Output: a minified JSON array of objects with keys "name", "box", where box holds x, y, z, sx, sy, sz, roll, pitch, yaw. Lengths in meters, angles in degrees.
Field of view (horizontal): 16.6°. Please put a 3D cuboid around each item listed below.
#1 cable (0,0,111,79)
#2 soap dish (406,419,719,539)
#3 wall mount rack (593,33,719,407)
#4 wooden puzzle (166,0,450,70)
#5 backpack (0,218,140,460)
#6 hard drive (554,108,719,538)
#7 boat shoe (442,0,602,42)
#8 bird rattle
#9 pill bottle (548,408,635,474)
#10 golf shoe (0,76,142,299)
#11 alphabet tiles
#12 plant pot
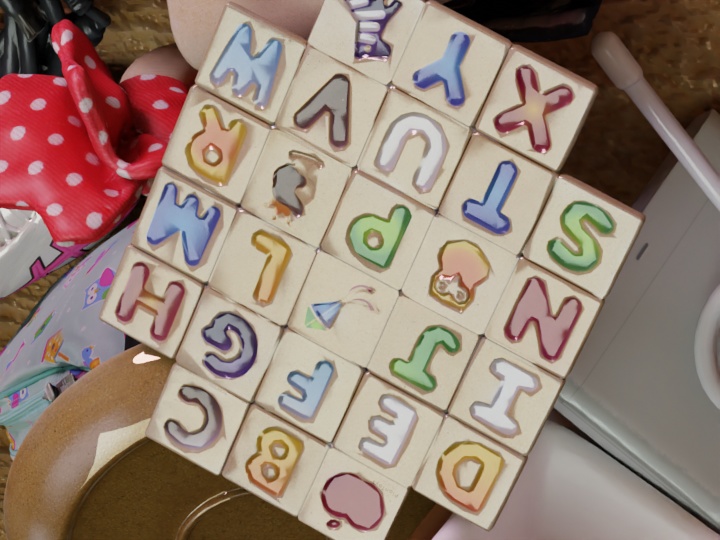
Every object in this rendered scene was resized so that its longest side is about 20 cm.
[{"name":"cable","box":[-0.200,-0.155,1.061,0.200,0.051,0.163,49,143,-12]},{"name":"soap dish","box":[0.095,0.166,0.923,0.199,0.157,0.081,35,141,10]},{"name":"wall mount rack","box":[0.180,-0.038,0.874,0.199,0.074,0.175,-34,63,22]},{"name":"wooden puzzle","box":[-0.020,-0.184,0.858,0.184,0.046,0.202,-16,86,39]},{"name":"backpack","box":[-0.080,0.043,1.102,0.127,0.167,0.200,51,145,-7]},{"name":"hard drive","box":[0.175,0.051,0.963,0.200,0.132,0.026,39,164,-6]},{"name":"boat shoe","box":[0.014,-0.137,0.910,0.199,0.093,0.075,8,132,24]},{"name":"bird rattle","box":[-0.049,-0.040,0.984,0.199,0.163,0.113,17,115,3]},{"name":"pill bottle","box":[0.095,0.099,1.059,0.119,0.120,0.200,31,138,1]},{"name":"golf shoe","box":[-0.165,-0.018,1.127,0.073,0.092,0.200,45,134,-13]},{"name":"alphabet tiles","box":[0.000,0.000,0.874,0.166,0.006,0.201,28,113,8]},{"name":"plant pot","box":[-0.042,0.102,0.982,0.198,0.028,0.201,-5,132,-6]}]
